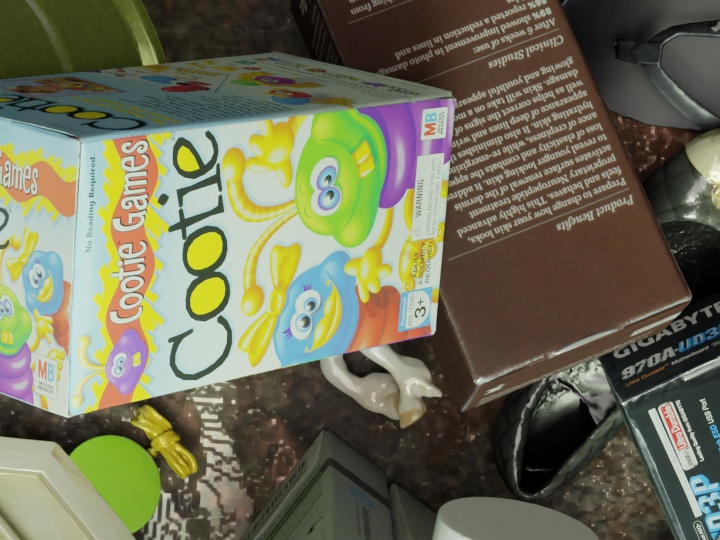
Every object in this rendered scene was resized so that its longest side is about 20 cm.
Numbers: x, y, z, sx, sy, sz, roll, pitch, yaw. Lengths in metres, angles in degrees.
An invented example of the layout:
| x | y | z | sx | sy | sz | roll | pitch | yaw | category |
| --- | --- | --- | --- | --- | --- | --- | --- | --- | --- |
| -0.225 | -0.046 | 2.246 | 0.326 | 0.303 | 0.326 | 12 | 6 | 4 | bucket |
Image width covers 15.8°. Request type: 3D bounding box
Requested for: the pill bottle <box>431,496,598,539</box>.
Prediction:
| x | y | z | sx | sy | sz | roll | pitch | yaw | category |
| --- | --- | --- | --- | --- | --- | --- | --- | --- | --- |
| 0.048 | 0.201 | 1.099 | 0.110 | 0.111 | 0.201 | 9 | 103 | -4 | pill bottle |

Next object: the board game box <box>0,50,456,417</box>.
| x | y | z | sx | sy | sz | roll | pitch | yaw | category |
| --- | --- | --- | --- | --- | --- | --- | --- | --- | --- |
| -0.069 | -0.020 | 1.005 | 0.105 | 0.199 | 0.104 | 16 | 108 | 40 | board game box |

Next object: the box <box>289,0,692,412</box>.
| x | y | z | sx | sy | sz | roll | pitch | yaw | category |
| --- | --- | --- | --- | --- | --- | --- | --- | --- | --- |
| 0.052 | -0.053 | 1.104 | 0.100 | 0.075 | 0.201 | -20 | 78 | -9 | box |

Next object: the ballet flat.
| x | y | z | sx | sy | sz | roll | pitch | yaw | category |
| --- | --- | --- | --- | --- | --- | --- | --- | --- | --- |
| 0.127 | 0.023 | 1.162 | 0.066 | 0.057 | 0.200 | 28 | 109 | -11 | ballet flat |

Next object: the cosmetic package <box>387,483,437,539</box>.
| x | y | z | sx | sy | sz | roll | pitch | yaw | category |
| --- | --- | --- | --- | --- | --- | --- | --- | --- | --- |
| -0.001 | 0.214 | 1.199 | 0.107 | 0.085 | 0.200 | 35 | 98 | -12 | cosmetic package |

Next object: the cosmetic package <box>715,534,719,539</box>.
| x | y | z | sx | sy | sz | roll | pitch | yaw | category |
| --- | --- | --- | --- | --- | --- | --- | --- | --- | --- |
| 0.180 | 0.188 | 1.149 | 0.101 | 0.071 | 0.200 | 24 | 112 | -22 | cosmetic package |

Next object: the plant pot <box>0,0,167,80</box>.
| x | y | z | sx | sy | sz | roll | pitch | yaw | category |
| --- | --- | --- | --- | --- | --- | --- | --- | --- | --- |
| -0.207 | -0.047 | 1.041 | 0.199 | 0.190 | 0.201 | 7 | 106 | 27 | plant pot |

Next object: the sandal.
| x | y | z | sx | sy | sz | roll | pitch | yaw | category |
| --- | --- | --- | --- | --- | --- | --- | --- | --- | --- |
| 0.177 | -0.085 | 1.158 | 0.199 | 0.043 | 0.076 | 21 | 101 | -6 | sandal |

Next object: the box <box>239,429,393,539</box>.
| x | y | z | sx | sy | sz | roll | pitch | yaw | category |
| --- | --- | --- | --- | --- | --- | --- | --- | --- | --- |
| -0.044 | 0.165 | 1.126 | 0.041 | 0.200 | 0.156 | 35 | 98 | -8 | box |

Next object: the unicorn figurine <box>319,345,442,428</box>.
| x | y | z | sx | sy | sz | roll | pitch | yaw | category |
| --- | --- | --- | --- | --- | --- | --- | --- | --- | --- |
| 0.000 | 0.000 | 1.164 | 0.200 | 0.074 | 0.138 | -38 | 92 | -8 | unicorn figurine |

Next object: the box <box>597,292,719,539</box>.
| x | y | z | sx | sy | sz | roll | pitch | yaw | category |
| --- | --- | --- | --- | --- | --- | --- | --- | --- | --- |
| 0.213 | 0.089 | 1.167 | 0.158 | 0.046 | 0.201 | -25 | 121 | 3 | box |

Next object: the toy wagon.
| x | y | z | sx | sy | sz | roll | pitch | yaw | category |
| --- | --- | --- | --- | --- | --- | --- | --- | --- | --- |
| -0.159 | 0.139 | 1.176 | 0.200 | 0.040 | 0.155 | -40 | 91 | -20 | toy wagon |
